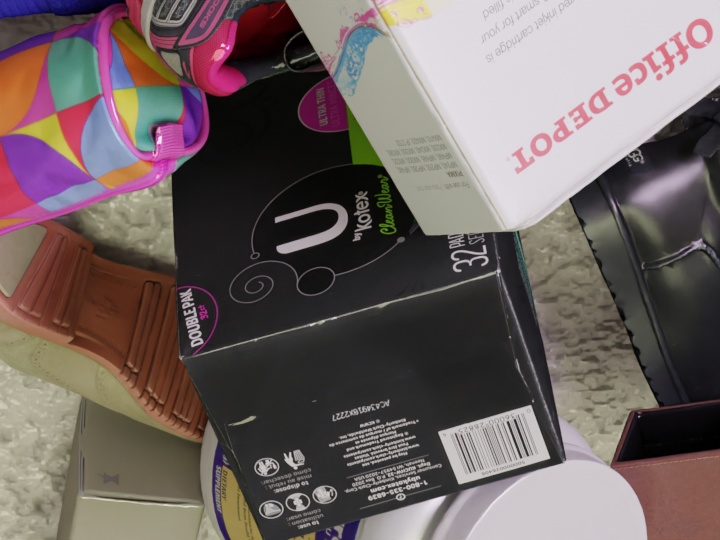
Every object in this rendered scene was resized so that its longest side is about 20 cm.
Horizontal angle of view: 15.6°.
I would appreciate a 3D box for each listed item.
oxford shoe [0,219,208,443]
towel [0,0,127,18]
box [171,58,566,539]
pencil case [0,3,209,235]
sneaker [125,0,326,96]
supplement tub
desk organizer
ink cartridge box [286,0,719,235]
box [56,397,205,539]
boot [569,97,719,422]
[{"bbox_3d":[-0.131,0.033,1.328,0.074,0.071,0.200,-13,140,44],"label":"oxford shoe"},{"bbox_3d":[-0.178,-0.166,1.148,0.199,0.050,0.148,-6,126,9],"label":"towel"},{"bbox_3d":[0.000,0.000,1.215,0.148,0.200,0.125,-16,129,6],"label":"box"},{"bbox_3d":[-0.166,-0.053,1.206,0.200,0.089,0.088,-21,129,31],"label":"pencil case"},{"bbox_3d":[0.001,-0.127,1.148,0.200,0.075,0.081,-24,135,-14],"label":"sneaker"},{"bbox_3d":[0.029,0.116,1.286,0.145,0.200,0.146,-14,114,-33],"label":"supplement tub"},{"bbox_3d":[0.227,0.103,1.272,0.199,0.072,0.077,-9,109,19],"label":"desk organizer"},{"bbox_3d":[0.047,-0.134,1.087,0.146,0.083,0.200,-36,104,-22],"label":"ink cartridge box"},{"bbox_3d":[-0.131,0.169,1.412,0.068,0.082,0.200,7,128,-10],"label":"box"},{"bbox_3d":[0.201,-0.014,1.311,0.162,0.073,0.199,-23,128,5],"label":"boot"}]
